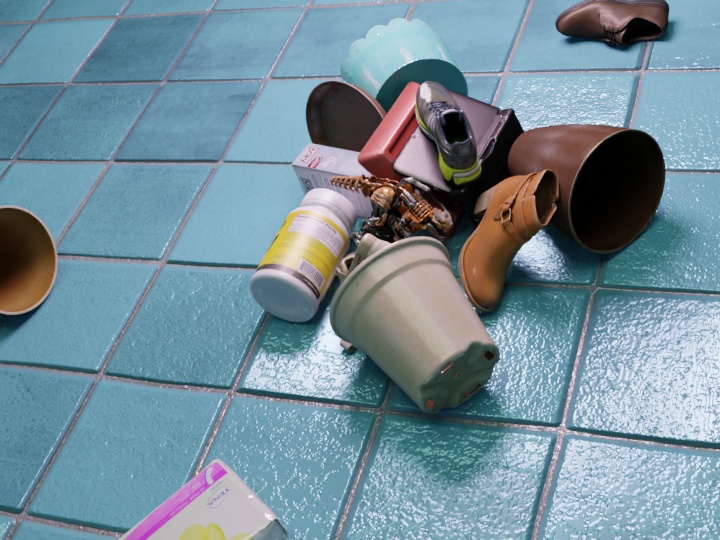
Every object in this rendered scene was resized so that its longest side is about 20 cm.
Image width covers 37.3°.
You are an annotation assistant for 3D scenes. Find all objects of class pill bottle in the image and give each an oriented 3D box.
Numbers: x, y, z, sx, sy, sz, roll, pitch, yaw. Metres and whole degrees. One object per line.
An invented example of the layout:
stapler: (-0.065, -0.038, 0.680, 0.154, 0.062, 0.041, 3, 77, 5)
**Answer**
pill bottle: (-0.084, -0.027, 1.686, 0.114, 0.114, 0.200, 7, 50, 27)

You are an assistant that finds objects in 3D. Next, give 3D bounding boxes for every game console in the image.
game console: (0.171, -0.167, 1.695, 0.116, 0.176, 0.200, 1, 47, 42)

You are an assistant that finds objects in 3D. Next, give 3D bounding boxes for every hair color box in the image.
hair color box: (-0.008, -0.144, 1.778, 0.200, 0.099, 0.061, 14, 53, 31)

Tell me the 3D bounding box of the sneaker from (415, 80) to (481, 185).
sneaker: (0.135, -0.227, 1.625, 0.074, 0.081, 0.200, -17, 53, -8)

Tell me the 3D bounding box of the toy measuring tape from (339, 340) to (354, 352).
toy measuring tape: (0.041, 0.038, 1.605, 0.200, 0.074, 0.074, -39, 46, -18)

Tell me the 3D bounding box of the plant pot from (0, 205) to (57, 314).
plant pot: (-0.671, -0.015, 1.876, 0.200, 0.186, 0.186, -2, 46, 37)

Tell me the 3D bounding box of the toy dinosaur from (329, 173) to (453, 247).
toy dinosaur: (0.047, -0.094, 1.651, 0.102, 0.136, 0.200, -11, 41, -41)

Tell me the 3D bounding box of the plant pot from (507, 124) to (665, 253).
plant pot: (0.319, -0.145, 1.611, 0.187, 0.187, 0.200, -37, 36, -15)

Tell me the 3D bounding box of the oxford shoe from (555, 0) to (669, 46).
oxford shoe: (0.447, -0.441, 1.907, 0.200, 0.073, 0.084, -2, 49, 20)

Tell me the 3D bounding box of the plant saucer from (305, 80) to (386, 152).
plant saucer: (-0.010, -0.233, 1.802, 0.200, 0.200, 0.034, 23, 45, 36)

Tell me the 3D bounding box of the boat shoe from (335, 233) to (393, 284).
boat shoe: (0.000, 0.000, 1.578, 0.065, 0.200, 0.072, 34, 65, -2)

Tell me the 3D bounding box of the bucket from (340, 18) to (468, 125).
bucket: (0.080, -0.318, 1.844, 0.207, 0.207, 0.135, -25, 44, -3)

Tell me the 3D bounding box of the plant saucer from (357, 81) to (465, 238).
plant saucer: (0.120, -0.185, 1.714, 0.200, 0.200, 0.037, -57, 14, -30)

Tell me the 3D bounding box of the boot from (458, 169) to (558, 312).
boot: (0.217, -0.046, 1.535, 0.155, 0.074, 0.200, -19, 62, 58)

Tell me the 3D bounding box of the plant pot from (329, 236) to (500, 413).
plant pot: (0.088, 0.087, 1.471, 0.200, 0.200, 0.184, -32, 55, -10)

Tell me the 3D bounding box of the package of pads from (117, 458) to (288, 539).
package of pads: (-0.211, 0.361, 1.394, 0.200, 0.068, 0.154, -40, 46, -17)
